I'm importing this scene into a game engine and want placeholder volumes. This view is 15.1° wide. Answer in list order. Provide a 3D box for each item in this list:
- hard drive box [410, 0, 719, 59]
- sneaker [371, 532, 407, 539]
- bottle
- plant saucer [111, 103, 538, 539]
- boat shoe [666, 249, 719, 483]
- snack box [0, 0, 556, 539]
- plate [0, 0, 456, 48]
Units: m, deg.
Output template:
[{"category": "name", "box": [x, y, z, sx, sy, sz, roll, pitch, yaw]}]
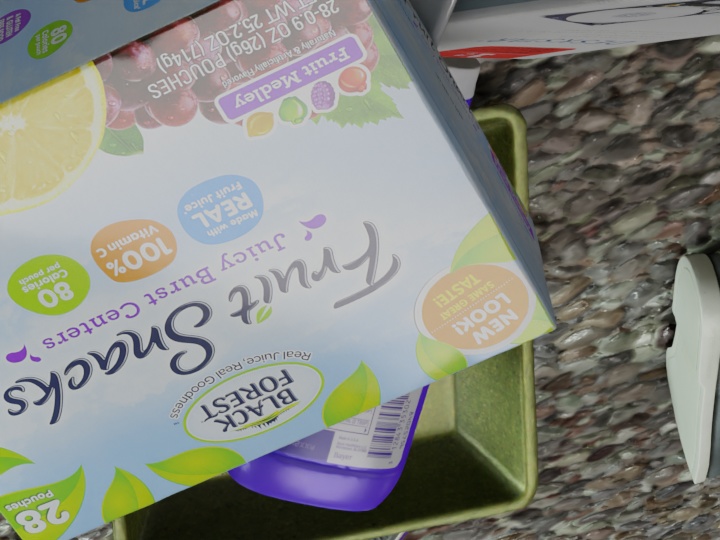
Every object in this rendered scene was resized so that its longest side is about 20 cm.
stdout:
[{"category": "hard drive box", "box": [0.085, -0.121, 0.936, 0.200, 0.077, 0.156, -3, 180, 45]}, {"category": "sneaker", "box": [-0.007, 0.137, 1.512, 0.083, 0.081, 0.200, -21, 165, -30]}, {"category": "bottle", "box": [0.000, 0.000, 1.144, 0.083, 0.065, 0.200, 11, 108, -15]}, {"category": "plant saucer", "box": [-0.024, 0.026, 1.212, 0.199, 0.048, 0.200, -10, 115, -14]}, {"category": "boat shoe", "box": [0.200, 0.053, 1.452, 0.062, 0.073, 0.200, -11, 148, -3]}, {"category": "snack box", "box": [-0.061, -0.017, 0.879, 0.200, 0.068, 0.169, -22, 127, 12]}, {"category": "plate", "box": [-0.048, -0.150, 0.838, 0.199, 0.032, 0.200, 15, 127, -13]}]
